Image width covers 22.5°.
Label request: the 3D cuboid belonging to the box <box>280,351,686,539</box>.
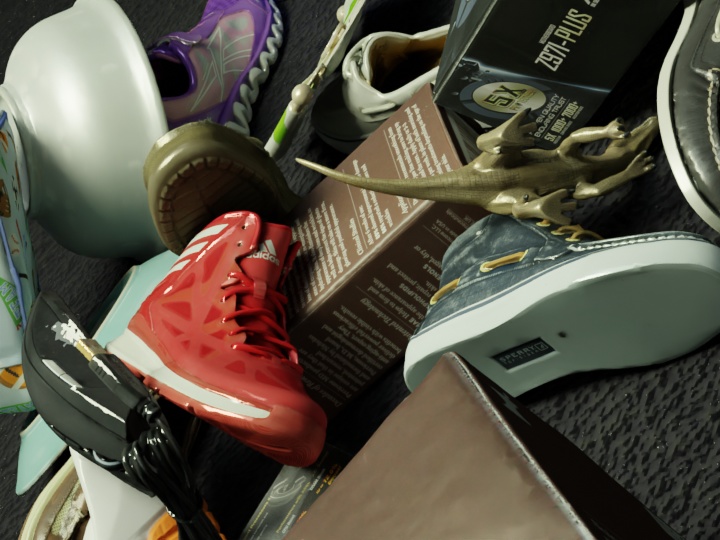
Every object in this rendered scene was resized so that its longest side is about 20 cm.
[{"bbox_3d":[0.048,0.179,0.696,0.200,0.166,0.164,-49,30,7],"label":"box"}]

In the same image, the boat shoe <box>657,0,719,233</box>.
[{"bbox_3d":[0.195,-0.101,0.886,0.060,0.074,0.201,-31,28,40],"label":"boat shoe"}]

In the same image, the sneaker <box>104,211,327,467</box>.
[{"bbox_3d":[-0.063,0.025,0.963,0.199,0.078,0.116,21,80,53],"label":"sneaker"}]

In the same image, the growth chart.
[{"bbox_3d":[-0.024,-0.141,1.203,0.145,0.018,0.201,-54,8,53],"label":"growth chart"}]

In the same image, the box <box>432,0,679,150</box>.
[{"bbox_3d":[0.123,-0.198,1.005,0.164,0.085,0.201,124,165,-56],"label":"box"}]

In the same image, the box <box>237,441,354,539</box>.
[{"bbox_3d":[-0.028,0.193,0.901,0.201,0.050,0.157,-58,30,-9],"label":"box"}]

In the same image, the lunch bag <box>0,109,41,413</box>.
[{"bbox_3d":[-0.253,-0.002,1.205,0.075,0.202,0.160,-8,14,-4],"label":"lunch bag"}]

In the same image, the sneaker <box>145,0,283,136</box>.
[{"bbox_3d":[-0.119,-0.152,1.346,0.080,0.088,0.201,-27,38,38],"label":"sneaker"}]

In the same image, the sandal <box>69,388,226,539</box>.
[{"bbox_3d":[-0.125,0.152,1.043,0.060,0.078,0.208,110,147,-45],"label":"sandal"}]

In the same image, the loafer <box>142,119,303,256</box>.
[{"bbox_3d":[-0.083,-0.046,1.084,0.076,0.200,0.068,-33,68,4],"label":"loafer"}]

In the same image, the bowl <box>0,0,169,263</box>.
[{"bbox_3d":[-0.210,-0.092,1.291,0.090,0.203,0.201,-16,20,-24],"label":"bowl"}]

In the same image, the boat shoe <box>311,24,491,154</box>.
[{"bbox_3d":[0.024,-0.122,1.135,0.199,0.070,0.071,-1,57,54],"label":"boat shoe"}]

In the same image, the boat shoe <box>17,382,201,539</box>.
[{"bbox_3d":[-0.149,0.142,1.098,0.074,0.075,0.204,-12,48,39],"label":"boat shoe"}]

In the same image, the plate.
[{"bbox_3d":[-0.179,0.059,1.203,0.201,0.025,0.200,-54,10,13],"label":"plate"}]

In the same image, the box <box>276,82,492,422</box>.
[{"bbox_3d":[0.000,0.000,1.041,0.200,0.075,0.101,-40,33,17],"label":"box"}]

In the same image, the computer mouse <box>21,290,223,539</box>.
[{"bbox_3d":[-0.146,0.073,0.974,0.046,0.141,0.200,-32,57,-14],"label":"computer mouse"}]

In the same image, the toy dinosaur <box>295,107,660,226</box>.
[{"bbox_3d":[0.075,-0.045,0.916,0.101,0.198,0.059,163,99,-74],"label":"toy dinosaur"}]

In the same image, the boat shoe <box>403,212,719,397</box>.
[{"bbox_3d":[0.104,0.001,0.899,0.199,0.071,0.091,-21,40,41],"label":"boat shoe"}]
